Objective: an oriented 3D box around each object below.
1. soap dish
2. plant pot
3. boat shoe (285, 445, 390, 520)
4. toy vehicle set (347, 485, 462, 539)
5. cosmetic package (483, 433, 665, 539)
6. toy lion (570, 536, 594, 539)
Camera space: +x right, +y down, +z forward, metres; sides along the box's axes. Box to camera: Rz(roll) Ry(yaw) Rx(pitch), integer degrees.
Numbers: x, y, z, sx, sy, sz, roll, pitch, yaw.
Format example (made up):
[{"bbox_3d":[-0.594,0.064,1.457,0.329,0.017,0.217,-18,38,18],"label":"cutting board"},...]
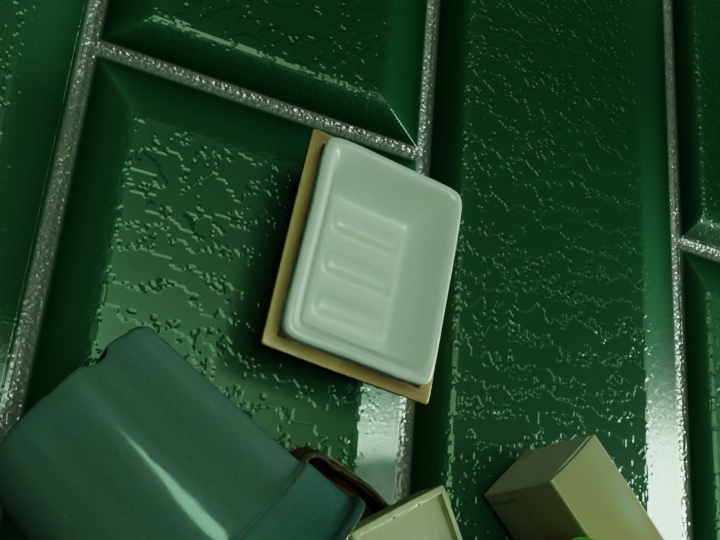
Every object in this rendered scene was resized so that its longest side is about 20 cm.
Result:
[{"bbox_3d":[0.000,0.000,0.851,0.156,0.081,0.202,22,64,-21],"label":"soap dish"},{"bbox_3d":[-0.134,0.158,0.670,0.196,0.200,0.200,46,58,2],"label":"plant pot"},{"bbox_3d":[0.009,0.218,0.786,0.202,0.075,0.075,41,59,-11],"label":"boat shoe"},{"bbox_3d":[0.052,0.271,0.719,0.124,0.026,0.202,-7,75,-54],"label":"toy vehicle set"},{"bbox_3d":[0.210,0.252,0.870,0.071,0.105,0.201,-35,90,-34],"label":"cosmetic package"},{"bbox_3d":[0.195,0.314,0.753,0.190,0.069,0.202,11,68,17],"label":"toy lion"}]
